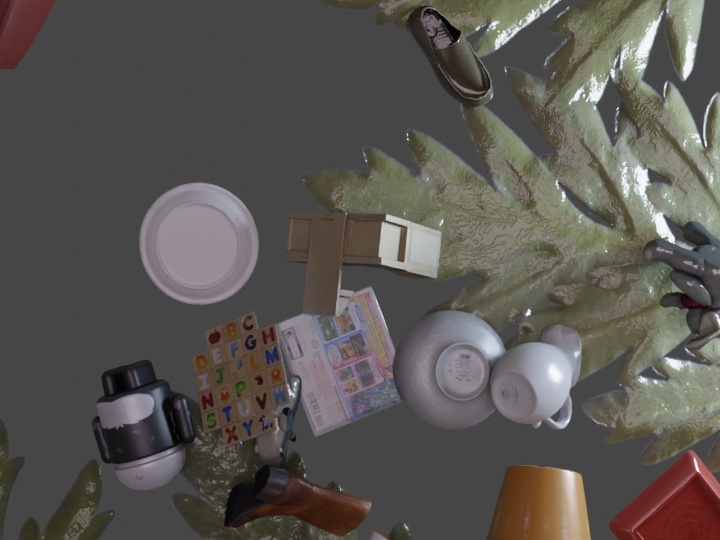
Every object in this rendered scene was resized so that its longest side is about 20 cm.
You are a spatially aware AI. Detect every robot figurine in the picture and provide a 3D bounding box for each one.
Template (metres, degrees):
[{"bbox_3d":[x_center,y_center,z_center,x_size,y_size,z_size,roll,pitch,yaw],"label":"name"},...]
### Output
[{"bbox_3d":[-0.353,0.251,1.538,0.123,0.150,0.203,-15,90,-33],"label":"robot figurine"}]

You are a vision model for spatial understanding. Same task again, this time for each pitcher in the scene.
[{"bbox_3d":[0.294,0.196,1.550,0.120,0.199,0.174,-5,99,35],"label":"pitcher"}]

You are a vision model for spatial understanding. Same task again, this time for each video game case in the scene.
[{"bbox_3d":[-0.029,0.153,1.607,0.180,0.024,0.203,-21,90,-4],"label":"video game case"}]

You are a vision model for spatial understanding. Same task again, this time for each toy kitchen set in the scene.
[{"bbox_3d":[0.000,0.000,1.587,0.198,0.179,0.166,4,85,36],"label":"toy kitchen set"}]

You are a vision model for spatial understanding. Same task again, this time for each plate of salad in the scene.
[{"bbox_3d":[-0.267,-0.045,1.582,0.196,0.048,0.204,0,99,-3],"label":"plate of salad"}]

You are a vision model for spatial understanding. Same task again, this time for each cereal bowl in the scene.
[{"bbox_3d":[0.158,0.166,1.577,0.197,0.083,0.204,0,88,-10],"label":"cereal bowl"}]

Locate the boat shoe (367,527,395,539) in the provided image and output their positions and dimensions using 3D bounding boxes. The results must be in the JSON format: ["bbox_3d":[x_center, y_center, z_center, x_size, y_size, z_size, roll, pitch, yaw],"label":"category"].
[{"bbox_3d":[0.077,0.515,1.586,0.200,0.071,0.069,45,85,-3],"label":"boat shoe"}]

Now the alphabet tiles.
[{"bbox_3d":[-0.197,0.176,1.551,0.164,0.006,0.203,-21,67,19],"label":"alphabet tiles"}]

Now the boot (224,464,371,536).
[{"bbox_3d":[-0.109,0.395,1.573,0.198,0.069,0.189,25,126,-25],"label":"boot"}]

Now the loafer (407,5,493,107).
[{"bbox_3d":[0.151,-0.361,1.599,0.075,0.070,0.201,-41,92,-3],"label":"loafer"}]

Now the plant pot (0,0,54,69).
[{"bbox_3d":[-0.609,-0.424,1.502,0.197,0.200,0.179,19,101,-3],"label":"plant pot"}]

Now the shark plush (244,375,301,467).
[{"bbox_3d":[-0.125,0.280,1.570,0.090,0.083,0.204,-1,99,32],"label":"shark plush"}]

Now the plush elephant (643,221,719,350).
[{"bbox_3d":[0.571,0.036,1.594,0.199,0.164,0.157,33,129,28],"label":"plush elephant"}]

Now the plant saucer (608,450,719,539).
[{"bbox_3d":[0.562,0.451,1.635,0.199,0.037,0.201,-40,91,-3],"label":"plant saucer"}]

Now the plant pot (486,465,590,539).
[{"bbox_3d":[0.293,0.420,1.553,0.197,0.200,0.186,9,73,-3],"label":"plant pot"}]
